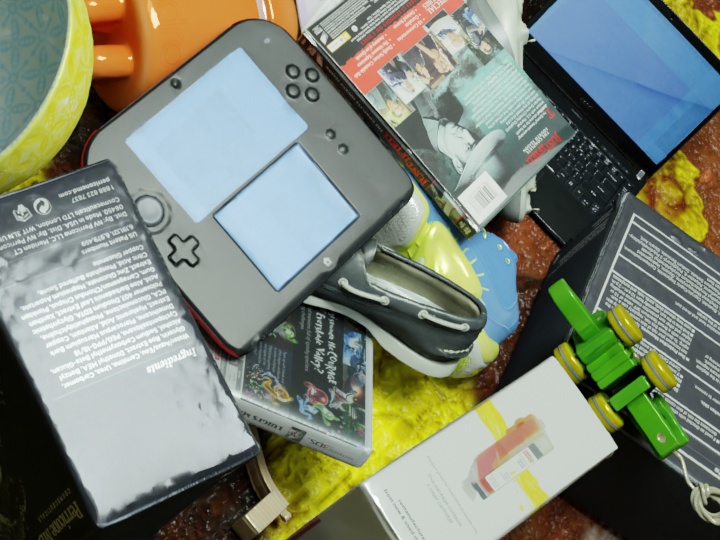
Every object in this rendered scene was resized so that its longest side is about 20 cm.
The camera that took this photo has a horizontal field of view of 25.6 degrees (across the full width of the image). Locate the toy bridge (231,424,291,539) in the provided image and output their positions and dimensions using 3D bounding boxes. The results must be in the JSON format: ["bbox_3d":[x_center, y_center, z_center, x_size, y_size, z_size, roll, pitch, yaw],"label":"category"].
[{"bbox_3d":[-0.114,0.096,1.103,0.201,0.027,0.067,50,51,1],"label":"toy bridge"}]

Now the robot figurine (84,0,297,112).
[{"bbox_3d":[-0.130,-0.177,1.181,0.198,0.117,0.145,-12,57,-35],"label":"robot figurine"}]

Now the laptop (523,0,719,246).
[{"bbox_3d":[0.199,-0.144,1.358,0.177,0.103,0.200,45,52,-1],"label":"laptop"}]

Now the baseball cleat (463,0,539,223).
[{"bbox_3d":[0.093,-0.136,1.307,0.105,0.070,0.203,-1,74,-3],"label":"baseball cleat"}]

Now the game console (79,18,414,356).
[{"bbox_3d":[-0.077,-0.064,1.091,0.177,0.031,0.200,47,60,1],"label":"game console"}]

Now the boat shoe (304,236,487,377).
[{"bbox_3d":[0.000,0.000,1.149,0.198,0.061,0.076,29,34,-10],"label":"boat shoe"}]

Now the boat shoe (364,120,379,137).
[{"bbox_3d":[0.028,-0.130,1.275,0.072,0.068,0.202,-22,78,-36],"label":"boat shoe"}]

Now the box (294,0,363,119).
[{"bbox_3d":[-0.033,-0.196,1.248,0.038,0.041,0.203,-7,76,-11],"label":"box"}]

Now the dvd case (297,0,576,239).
[{"bbox_3d":[0.062,-0.141,1.227,0.200,0.022,0.146,47,55,-2],"label":"dvd case"}]

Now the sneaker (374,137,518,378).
[{"bbox_3d":[0.060,-0.019,1.238,0.105,0.075,0.202,-25,90,-45],"label":"sneaker"}]

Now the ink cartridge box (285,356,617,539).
[{"bbox_3d":[0.060,0.159,1.097,0.199,0.145,0.084,-28,79,-37],"label":"ink cartridge box"}]

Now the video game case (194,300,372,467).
[{"bbox_3d":[-0.073,0.033,1.120,0.180,0.023,0.201,24,34,-17],"label":"video game case"}]

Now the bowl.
[{"bbox_3d":[-0.255,-0.128,1.074,0.108,0.198,0.203,39,36,-62],"label":"bowl"}]

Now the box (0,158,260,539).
[{"bbox_3d":[-0.184,0.074,0.967,0.117,0.197,0.202,-22,78,-35],"label":"box"}]

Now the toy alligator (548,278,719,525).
[{"bbox_3d":[0.198,0.091,1.120,0.201,0.059,0.054,55,15,7],"label":"toy alligator"}]

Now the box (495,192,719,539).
[{"bbox_3d":[0.225,0.087,1.239,0.199,0.123,0.199,34,53,-7],"label":"box"}]
